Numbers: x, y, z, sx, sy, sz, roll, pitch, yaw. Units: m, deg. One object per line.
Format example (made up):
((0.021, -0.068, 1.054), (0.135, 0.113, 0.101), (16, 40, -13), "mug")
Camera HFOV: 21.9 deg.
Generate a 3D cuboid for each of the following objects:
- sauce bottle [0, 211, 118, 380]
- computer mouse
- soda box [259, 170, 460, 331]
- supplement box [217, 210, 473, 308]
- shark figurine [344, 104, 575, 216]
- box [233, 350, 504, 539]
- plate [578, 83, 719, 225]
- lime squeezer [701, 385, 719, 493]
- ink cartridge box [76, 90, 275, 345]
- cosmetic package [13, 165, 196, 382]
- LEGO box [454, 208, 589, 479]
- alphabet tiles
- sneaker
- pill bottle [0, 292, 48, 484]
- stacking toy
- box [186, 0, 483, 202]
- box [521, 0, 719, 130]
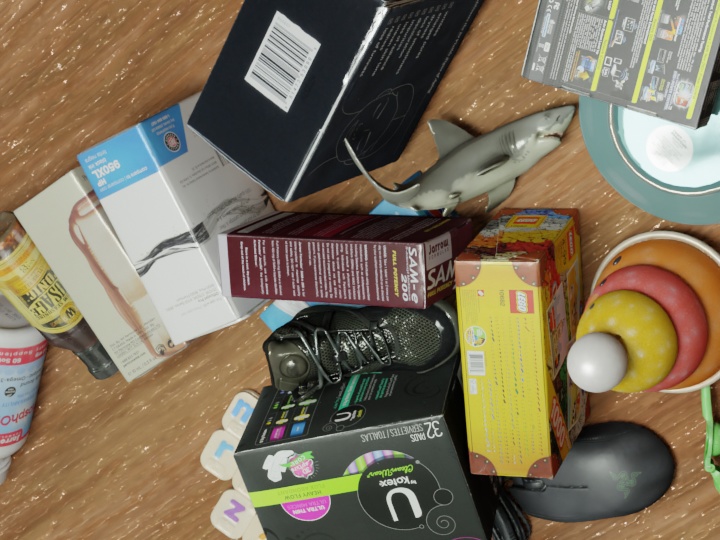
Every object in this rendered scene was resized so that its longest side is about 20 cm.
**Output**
((-0.303, 0.029, 1.835), (0.066, 0.066, 0.200), (-20, 128, 28), "sauce bottle")
((0.190, 0.198, 1.721), (0.200, 0.053, 0.139), (-13, 102, 27), "computer mouse")
((0.000, 0.000, 1.727), (0.068, 0.064, 0.200), (48, 119, 1), "soda box")
((-0.012, -0.011, 1.628), (0.200, 0.109, 0.061), (3, 104, 27), "supplement box")
((0.071, -0.097, 1.621), (0.090, 0.214, 0.128), (60, 150, 18), "shark figurine")
((0.010, 0.176, 1.682), (0.200, 0.124, 0.149), (-13, 114, 17), "box")
((0.279, -0.132, 1.580), (0.200, 0.026, 0.201), (8, 111, 20), "plate")
((0.334, 0.158, 1.653), (0.071, 0.038, 0.200), (-32, 93, 29), "lime squeezer")
((-0.154, -0.051, 1.729), (0.084, 0.145, 0.200), (-23, 98, 30), "ink cartridge box")
((-0.230, -0.007, 1.803), (0.087, 0.103, 0.200), (-32, 95, 28), "cosmetic package")
((0.145, 0.062, 1.636), (0.077, 0.149, 0.200), (1, 109, 20), "LEGO box")
((-0.059, 0.209, 1.850), (0.200, 0.015, 0.196), (34, 112, 9), "alphabet tiles")
((-0.007, 0.071, 1.632), (0.199, 0.114, 0.076), (-3, 110, 38), "sneaker")
((-0.387, 0.123, 1.914), (0.109, 0.109, 0.200), (23, 116, 15), "pill bottle")
((0.229, 0.054, 1.562), (0.146, 0.200, 0.146), (8, 106, 28), "stacking toy")
((-0.015, -0.185, 1.583), (0.124, 0.197, 0.200), (38, 119, 18), "box")
((0.234, -0.234, 1.533), (0.160, 0.044, 0.200), (18, 107, 20), "box")
